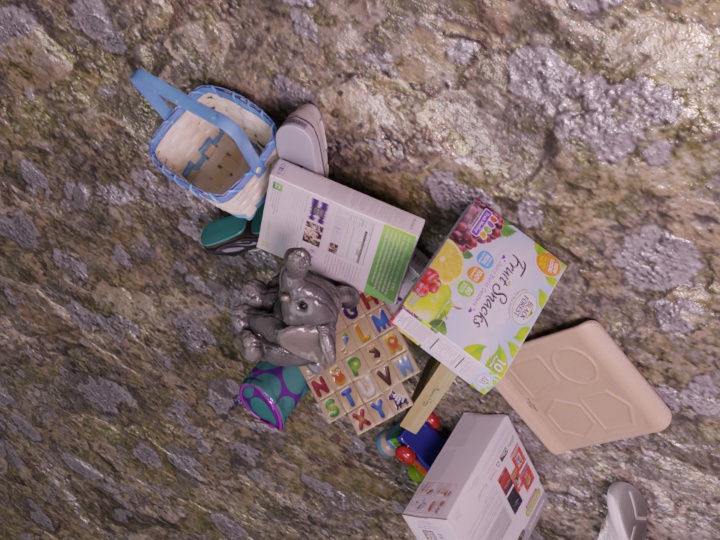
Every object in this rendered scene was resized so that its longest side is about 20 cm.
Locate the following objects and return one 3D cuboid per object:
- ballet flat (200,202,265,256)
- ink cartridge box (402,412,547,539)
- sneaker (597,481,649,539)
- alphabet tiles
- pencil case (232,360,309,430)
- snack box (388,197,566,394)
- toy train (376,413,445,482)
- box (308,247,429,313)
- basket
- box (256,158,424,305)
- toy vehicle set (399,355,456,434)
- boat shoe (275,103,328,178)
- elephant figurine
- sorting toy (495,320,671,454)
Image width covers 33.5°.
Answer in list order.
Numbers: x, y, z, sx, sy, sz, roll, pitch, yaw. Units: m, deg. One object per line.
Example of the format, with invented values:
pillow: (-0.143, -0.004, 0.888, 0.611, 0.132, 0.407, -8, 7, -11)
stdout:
ballet flat: (-0.137, -0.059, 1.662, 0.199, 0.073, 0.073, -17, 119, 40)
ink cartridge box: (0.170, 0.337, 1.712, 0.083, 0.200, 0.176, -3, 127, 41)
sneaker: (0.370, 0.375, 1.702, 0.080, 0.071, 0.201, 8, 135, 37)
alphabet tiles: (-0.013, 0.112, 1.608, 0.166, 0.006, 0.201, -32, 83, 29)
pencil case: (-0.091, 0.132, 1.705, 0.085, 0.200, 0.093, 25, 143, 20)
snack box: (0.141, 0.027, 1.407, 0.142, 0.200, 0.053, 37, 143, -1)
toy train: (0.116, 0.309, 1.834, 0.200, 0.085, 0.115, 46, 153, -12)
box: (0.000, 0.000, 1.620, 0.144, 0.036, 0.200, 43, 141, -7)
basket: (-0.190, -0.166, 1.499, 0.176, 0.140, 0.200, 33, 172, 25)
box: (-0.028, -0.046, 1.502, 0.198, 0.036, 0.145, 24, 141, 5)
toy vehicle set: (0.113, 0.120, 1.590, 0.026, 0.125, 0.201, 27, 143, 0)
boat shoe: (-0.066, -0.122, 1.525, 0.070, 0.070, 0.201, 11, 134, 19)
elephant figurine: (-0.067, 0.055, 1.518, 0.199, 0.154, 0.143, -19, 78, 51)
sorting toy: (0.282, 0.154, 1.571, 0.185, 0.037, 0.199, 48, 137, -15)
